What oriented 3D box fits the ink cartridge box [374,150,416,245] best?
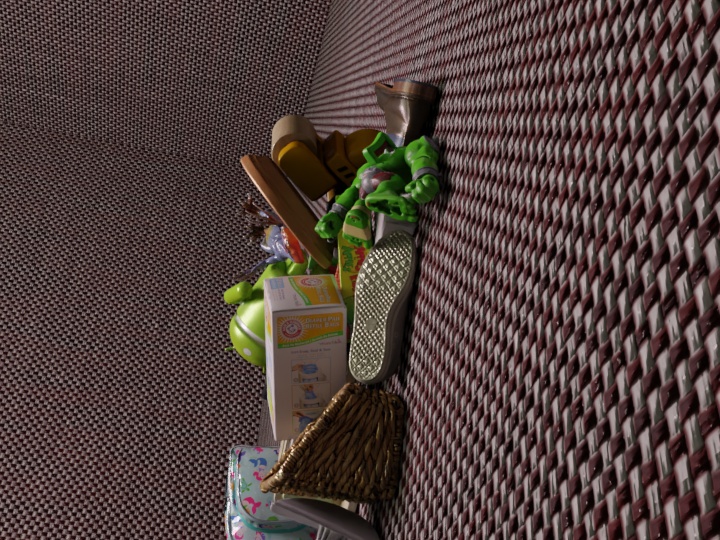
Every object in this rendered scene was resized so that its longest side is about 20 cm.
[{"bbox_3d":[0.031,-0.048,1.316,0.163,0.057,0.200,-90,17,-46],"label":"ink cartridge box"}]

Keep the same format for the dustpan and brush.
[{"bbox_3d":[-0.028,0.328,1.154,0.057,0.139,0.200,-70,-17,0],"label":"dustpan and brush"}]

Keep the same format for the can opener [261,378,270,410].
[{"bbox_3d":[-0.093,0.131,1.377,0.201,0.078,0.063,-61,38,18],"label":"can opener"}]

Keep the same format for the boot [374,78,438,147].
[{"bbox_3d":[0.050,-0.210,1.286,0.200,0.074,0.097,-147,70,-79],"label":"boot"}]

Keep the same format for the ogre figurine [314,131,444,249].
[{"bbox_3d":[0.034,-0.106,1.151,0.200,0.098,0.120,-46,14,55],"label":"ogre figurine"}]

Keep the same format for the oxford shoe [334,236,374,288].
[{"bbox_3d":[0.000,0.000,1.398,0.072,0.071,0.201,-20,-67,-67],"label":"oxford shoe"}]

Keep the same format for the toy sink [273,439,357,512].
[{"bbox_3d":[-0.064,0.274,1.361,0.200,0.111,0.131,-108,28,-72],"label":"toy sink"}]

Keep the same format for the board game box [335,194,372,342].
[{"bbox_3d":[-0.004,-0.004,1.298,0.102,0.047,0.201,-19,-75,-88],"label":"board game box"}]

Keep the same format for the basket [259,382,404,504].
[{"bbox_3d":[-0.039,0.211,1.154,0.200,0.148,0.143,123,155,-71],"label":"basket"}]

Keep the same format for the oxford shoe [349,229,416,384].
[{"bbox_3d":[0.031,0.047,1.168,0.058,0.075,0.201,29,-111,-59],"label":"oxford shoe"}]

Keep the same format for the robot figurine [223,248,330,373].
[{"bbox_3d":[-0.126,0.066,1.446,0.200,0.175,0.116,-54,18,10],"label":"robot figurine"}]

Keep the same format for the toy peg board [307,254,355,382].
[{"bbox_3d":[-0.050,0.077,1.539,0.199,0.097,0.201,-104,25,-70],"label":"toy peg board"}]

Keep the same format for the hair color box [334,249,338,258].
[{"bbox_3d":[-0.053,0.011,1.751,0.200,0.060,0.099,110,167,-48],"label":"hair color box"}]

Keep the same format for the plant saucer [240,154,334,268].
[{"bbox_3d":[-0.098,-0.091,1.329,0.037,0.200,0.200,-38,13,2],"label":"plant saucer"}]

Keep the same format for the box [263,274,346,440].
[{"bbox_3d":[-0.077,0.118,1.274,0.113,0.101,0.201,-114,22,-63],"label":"box"}]

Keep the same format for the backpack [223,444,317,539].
[{"bbox_3d":[-0.140,0.391,1.528,0.151,0.177,0.201,105,167,-60],"label":"backpack"}]

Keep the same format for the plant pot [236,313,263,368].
[{"bbox_3d":[-0.154,0.111,2.001,0.200,0.186,0.188,-27,53,62],"label":"plant pot"}]

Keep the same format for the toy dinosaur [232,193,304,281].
[{"bbox_3d":[-0.118,-0.060,1.410,0.181,0.200,0.105,26,124,41],"label":"toy dinosaur"}]

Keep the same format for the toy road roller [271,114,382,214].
[{"bbox_3d":[-0.031,-0.177,1.437,0.146,0.200,0.123,-38,27,17],"label":"toy road roller"}]
